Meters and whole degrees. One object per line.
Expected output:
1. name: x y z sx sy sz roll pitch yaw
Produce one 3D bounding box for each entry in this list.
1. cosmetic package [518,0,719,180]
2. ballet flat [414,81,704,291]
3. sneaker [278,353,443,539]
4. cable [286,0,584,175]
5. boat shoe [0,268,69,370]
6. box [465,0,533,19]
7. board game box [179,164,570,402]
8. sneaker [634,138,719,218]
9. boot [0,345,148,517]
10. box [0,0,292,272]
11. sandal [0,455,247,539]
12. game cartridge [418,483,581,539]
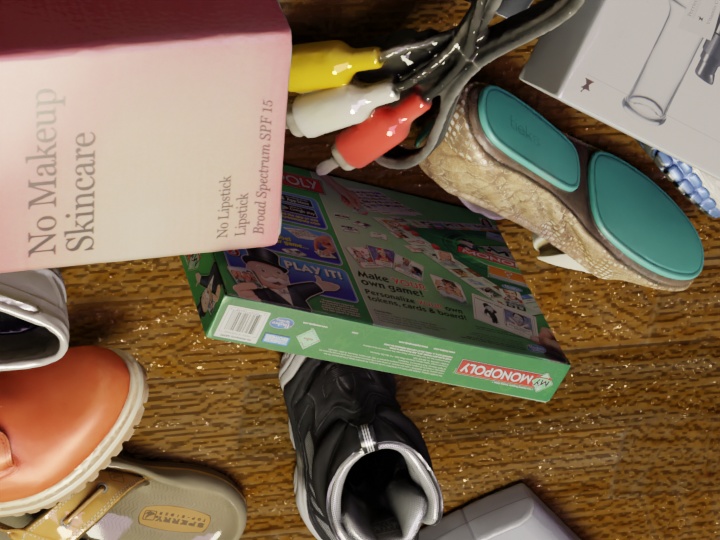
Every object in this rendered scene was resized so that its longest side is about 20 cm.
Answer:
1. cosmetic package: 0.200 -0.122 1.166 0.200 0.052 0.151 23 98 -27
2. ballet flat: 0.105 -0.040 1.241 0.065 0.071 0.200 -25 135 38
3. sneaker: 0.005 0.133 1.296 0.075 0.114 0.200 -17 131 -5
4. cable: 0.039 -0.097 1.121 0.200 0.050 0.097 -18 123 39
5. boat shoe: -0.246 0.023 1.153 0.199 0.066 0.072 6 125 -23
6. box: 0.035 -0.222 1.072 0.199 0.046 0.159 18 119 -30
7. board game box: 0.000 0.000 1.177 0.199 0.135 0.029 12 122 -27
8. sneaker: 0.240 -0.048 1.265 0.085 0.077 0.200 -45 128 12
9. boot: -0.212 0.085 1.195 0.199 0.075 0.107 -26 146 2
10. box: -0.142 -0.081 1.080 0.199 0.109 0.128 -7 129 -15
11. sandal: -0.153 0.143 1.288 0.199 0.054 0.080 9 123 -25
12. game cartridge: 0.052 0.222 1.437 0.200 0.041 0.133 -37 126 11
